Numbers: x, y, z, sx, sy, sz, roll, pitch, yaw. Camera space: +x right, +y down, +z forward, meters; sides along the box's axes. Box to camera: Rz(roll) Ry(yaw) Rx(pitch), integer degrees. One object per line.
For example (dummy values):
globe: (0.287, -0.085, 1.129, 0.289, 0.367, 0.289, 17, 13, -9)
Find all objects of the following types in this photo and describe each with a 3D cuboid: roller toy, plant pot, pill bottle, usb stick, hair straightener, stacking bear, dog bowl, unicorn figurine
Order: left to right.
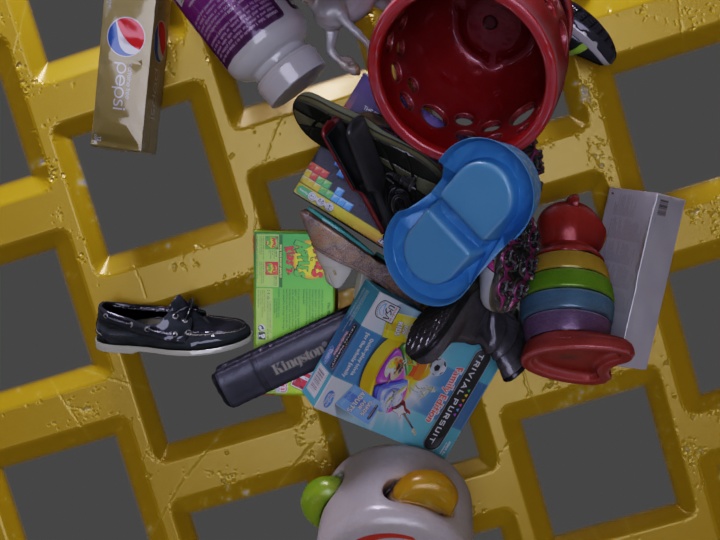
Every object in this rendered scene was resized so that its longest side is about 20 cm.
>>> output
pill bottle: (-0.133, -0.292, 0.995, 0.112, 0.112, 0.200, -38, 91, 5)
usb stick: (-0.080, 0.102, 1.018, 0.199, 0.033, 0.056, -25, 98, 4)
unicorn figurine: (-0.011, -0.303, 0.988, 0.200, 0.074, 0.138, -37, 97, -39)
hair straightener: (0.028, -0.080, 0.943, 0.077, 0.041, 0.201, 3, 129, 41)
roller toy: (0.043, 0.310, 0.998, 0.199, 0.140, 0.183, -22, 115, 17)
dog bowl: (0.107, -0.052, 0.889, 0.112, 0.050, 0.200, 47, 124, 12)
plant pot: (0.128, -0.238, 0.914, 0.199, 0.183, 0.201, 13, 127, 17)
stacking bear: (0.240, 0.014, 0.981, 0.113, 0.122, 0.201, 7, 65, -1)

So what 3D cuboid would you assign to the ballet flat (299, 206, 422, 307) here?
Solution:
ballet flat: (0.000, 0.000, 1.005, 0.199, 0.068, 0.067, 31, 93, -24)

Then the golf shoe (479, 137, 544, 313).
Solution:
golf shoe: (0.151, -0.051, 0.959, 0.092, 0.072, 0.201, -2, 78, 42)

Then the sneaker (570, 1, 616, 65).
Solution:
sneaker: (0.205, -0.287, 1.013, 0.199, 0.072, 0.083, 31, 124, -1)

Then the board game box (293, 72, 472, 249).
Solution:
board game box: (0.046, -0.112, 1.030, 0.199, 0.057, 0.166, 31, 97, 0)

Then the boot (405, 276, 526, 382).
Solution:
boot: (0.137, 0.075, 0.963, 0.070, 0.200, 0.132, -28, 102, 43)

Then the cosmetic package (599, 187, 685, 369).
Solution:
cosmetic package: (0.315, 0.008, 1.009, 0.050, 0.082, 0.201, 8, 97, -27)

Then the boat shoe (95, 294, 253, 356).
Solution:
boat shoe: (-0.231, 0.062, 1.050, 0.198, 0.075, 0.067, 1, 107, 12)

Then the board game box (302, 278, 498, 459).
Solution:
board game box: (0.054, 0.120, 1.009, 0.199, 0.047, 0.152, 27, 97, -28)

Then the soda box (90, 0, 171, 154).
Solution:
soda box: (-0.274, -0.243, 1.029, 0.064, 0.068, 0.201, 7, 95, 2)

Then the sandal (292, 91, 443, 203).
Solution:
sandal: (0.016, -0.149, 0.967, 0.200, 0.080, 0.057, 35, 58, 7)

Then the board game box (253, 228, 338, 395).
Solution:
board game box: (-0.079, 0.050, 1.054, 0.101, 0.048, 0.201, 1, 95, 2)
